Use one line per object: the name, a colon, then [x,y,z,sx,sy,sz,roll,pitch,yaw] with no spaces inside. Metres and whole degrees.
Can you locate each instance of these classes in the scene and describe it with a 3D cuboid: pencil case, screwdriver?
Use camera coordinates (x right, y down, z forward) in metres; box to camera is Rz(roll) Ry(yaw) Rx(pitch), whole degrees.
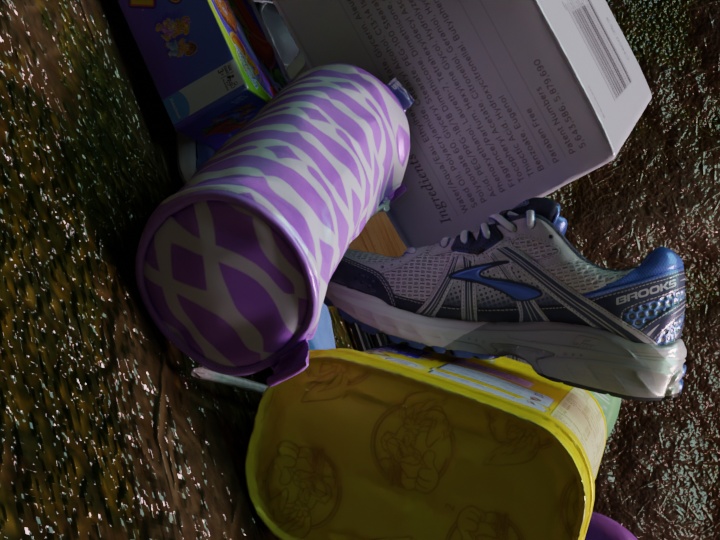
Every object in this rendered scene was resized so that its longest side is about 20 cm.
pencil case: [-0.031,-0.030,0.543,0.086,0.083,0.200,57,27,-13]
screwdriver: [-0.039,0.061,0.570,0.029,0.028,0.200,39,1,14]

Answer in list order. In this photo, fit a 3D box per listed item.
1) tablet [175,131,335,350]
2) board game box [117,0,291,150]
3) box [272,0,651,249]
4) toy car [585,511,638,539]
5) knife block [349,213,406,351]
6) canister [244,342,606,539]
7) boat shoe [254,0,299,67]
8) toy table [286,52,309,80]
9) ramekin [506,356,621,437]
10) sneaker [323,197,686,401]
tablet: [-0.057,-0.010,0.697,0.131,0.013,0.201,-102,167,-56]
board game box: [-0.101,-0.164,0.664,0.202,0.044,0.134,65,10,8]
box: [0.062,-0.142,0.695,0.202,0.130,0.199,60,24,-5]
toy car: [0.108,0.205,0.718,0.200,0.148,0.177,41,27,-73]
knife block: [0.000,0.000,0.959,0.198,0.178,0.064,22,-8,18]
canister: [0.046,0.088,0.583,0.200,0.146,0.088,-2,108,-74]
boat shoe: [-0.068,-0.201,1.003,0.200,0.061,0.076,-75,143,-75]
toy table: [-0.023,-0.108,0.846,0.184,0.116,0.203,36,31,-76]
ramekin: [0.151,0.106,1.170,0.098,0.198,0.202,38,29,-58]
sneaker: [0.071,0.003,0.605,0.077,0.197,0.087,2,100,-78]
